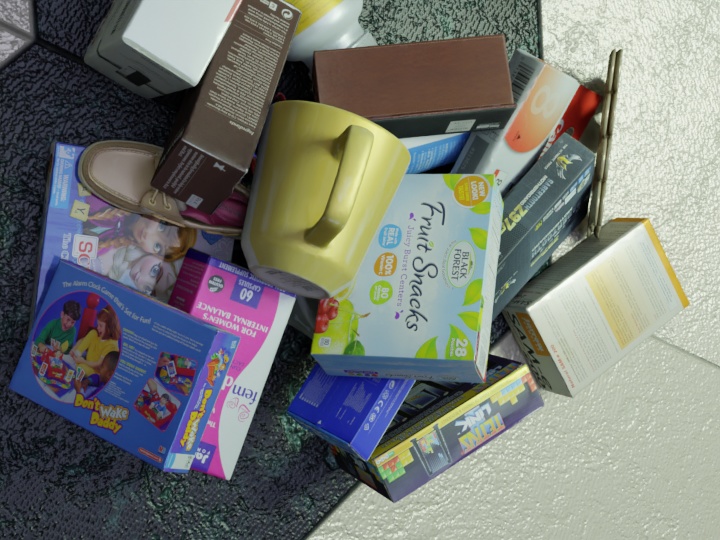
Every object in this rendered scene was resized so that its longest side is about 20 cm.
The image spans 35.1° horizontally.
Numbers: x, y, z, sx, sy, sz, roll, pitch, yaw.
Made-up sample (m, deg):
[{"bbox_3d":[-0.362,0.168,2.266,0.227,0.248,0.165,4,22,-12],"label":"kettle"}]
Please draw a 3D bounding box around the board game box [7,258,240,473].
[{"bbox_3d":[-0.225,0.088,1.075,0.045,0.198,0.136,26,86,-64],"label":"board game box"}]

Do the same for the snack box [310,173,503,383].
[{"bbox_3d":[0.050,0.005,1.138,0.166,0.068,0.203,2,66,17],"label":"snack box"}]

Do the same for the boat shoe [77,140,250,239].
[{"bbox_3d":[-0.181,-0.083,1.138,0.198,0.069,0.075,16,86,-21],"label":"boat shoe"}]

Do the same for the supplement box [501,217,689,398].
[{"bbox_3d":[0.281,0.041,1.368,0.199,0.073,0.127,-34,104,-17],"label":"supplement box"}]

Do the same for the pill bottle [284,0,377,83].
[{"bbox_3d":[-0.067,-0.293,1.194,0.112,0.112,0.201,-39,105,-15],"label":"pill bottle"}]

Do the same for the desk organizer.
[{"bbox_3d":[0.051,-0.181,1.145,0.197,0.072,0.078,-6,80,-5],"label":"desk organizer"}]

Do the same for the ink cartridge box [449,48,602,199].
[{"bbox_3d":[0.199,-0.140,1.269,0.199,0.050,0.164,13,110,-48],"label":"ink cartridge box"}]

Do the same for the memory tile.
[{"bbox_3d":[0.283,-0.144,1.326,0.017,0.153,0.203,7,87,11],"label":"memory tile"}]

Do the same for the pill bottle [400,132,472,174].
[{"bbox_3d":[0.075,-0.169,1.257,0.198,0.112,0.114,-17,99,-20],"label":"pill bottle"}]

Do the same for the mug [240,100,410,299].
[{"bbox_3d":[-0.048,-0.065,1.070,0.147,0.187,0.155,14,76,19],"label":"mug"}]

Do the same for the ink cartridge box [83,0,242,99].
[{"bbox_3d":[-0.185,-0.253,1.105,0.083,0.199,0.146,31,82,-23],"label":"ink cartridge box"}]

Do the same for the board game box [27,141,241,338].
[{"bbox_3d":[-0.232,-0.018,1.181,0.197,0.041,0.203,7,91,-22],"label":"board game box"}]

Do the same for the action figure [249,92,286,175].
[{"bbox_3d":[-0.111,-0.167,1.220,0.065,0.052,0.202,-27,104,-23],"label":"action figure"}]

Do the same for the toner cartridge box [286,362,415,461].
[{"bbox_3d":[0.016,0.087,1.182,0.201,0.094,0.043,-57,139,-15],"label":"toner cartridge box"}]

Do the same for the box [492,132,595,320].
[{"bbox_3d":[0.182,-0.038,1.281,0.051,0.158,0.200,40,78,18],"label":"box"}]

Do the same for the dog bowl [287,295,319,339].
[{"bbox_3d":[0.000,0.000,1.265,0.197,0.059,0.203,-1,94,-21],"label":"dog bowl"}]

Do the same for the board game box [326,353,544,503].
[{"bbox_3d":[0.076,0.162,1.245,0.198,0.165,0.057,-29,104,-16],"label":"board game box"}]

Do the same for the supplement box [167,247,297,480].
[{"bbox_3d":[-0.152,0.092,1.144,0.100,0.103,0.203,21,88,-22],"label":"supplement box"}]

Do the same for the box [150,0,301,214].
[{"bbox_3d":[-0.129,-0.167,1.103,0.074,0.100,0.202,24,59,-18],"label":"box"}]
